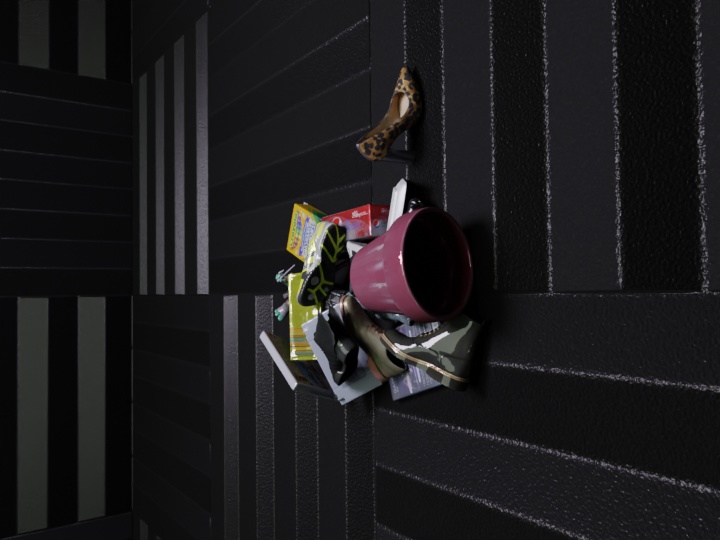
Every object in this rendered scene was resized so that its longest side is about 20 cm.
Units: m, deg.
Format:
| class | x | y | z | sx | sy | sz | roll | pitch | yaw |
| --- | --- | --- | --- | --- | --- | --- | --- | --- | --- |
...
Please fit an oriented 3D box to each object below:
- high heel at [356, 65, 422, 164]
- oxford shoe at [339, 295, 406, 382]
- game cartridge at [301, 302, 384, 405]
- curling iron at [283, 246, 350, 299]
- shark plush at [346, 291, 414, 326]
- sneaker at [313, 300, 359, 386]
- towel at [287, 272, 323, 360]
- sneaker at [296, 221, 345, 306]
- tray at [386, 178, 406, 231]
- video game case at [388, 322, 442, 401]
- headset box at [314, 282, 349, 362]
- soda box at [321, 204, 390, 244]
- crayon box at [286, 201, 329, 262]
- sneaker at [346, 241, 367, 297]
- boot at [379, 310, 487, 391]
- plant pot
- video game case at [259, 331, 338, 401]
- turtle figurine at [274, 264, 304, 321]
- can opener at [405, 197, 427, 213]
| class | x | y | z | sx | sy | sz | roll | pitch | yaw |
| --- | --- | --- | --- | --- | --- | --- | --- | --- | --- |
| high heel | 0.054 | -0.321 | 1.292 | 0.071 | 0.140 | 0.205 | 2 | 92 | 54 |
| oxford shoe | 0.029 | 0.131 | 1.320 | 0.073 | 0.071 | 0.202 | -25 | 103 | 36 |
| game cartridge | -0.032 | 0.179 | 1.414 | 0.132 | 0.040 | 0.203 | -28 | 87 | 20 |
| curling iron | -0.099 | 0.009 | 1.516 | 0.198 | 0.026 | 0.050 | -36 | 58 | 3 |
| shark plush | 0.048 | 0.087 | 1.341 | 0.200 | 0.082 | 0.093 | 45 | 125 | 49 |
| sneaker | -0.055 | 0.157 | 1.328 | 0.104 | 0.060 | 0.201 | 43 | 151 | 19 |
| towel | -0.127 | 0.106 | 1.483 | 0.084 | 0.018 | 0.205 | -5 | 82 | 12 |
| sneaker | -0.096 | -0.015 | 1.456 | 0.076 | 0.074 | 0.204 | 31 | 100 | 52 |
| tray | 0.068 | -0.087 | 1.328 | 0.108 | 0.022 | 0.205 | -88 | 7 | -78 |
| video game case | 0.114 | 0.175 | 1.307 | 0.199 | 0.019 | 0.146 | -34 | 62 | 51 |
| headset box | -0.062 | 0.140 | 1.512 | 0.148 | 0.074 | 0.205 | 15 | 101 | 55 |
| soda box | -0.011 | -0.100 | 1.452 | 0.198 | 0.062 | 0.072 | -7 | 84 | 54 |
| crayon box | -0.129 | -0.090 | 1.634 | 0.199 | 0.051 | 0.129 | 33 | 116 | 51 |
| sneaker | 0.000 | 0.000 | 1.368 | 0.200 | 0.071 | 0.115 | -130 | 49 | -83 |
| boot | 0.140 | 0.119 | 1.207 | 0.198 | 0.077 | 0.141 | 25 | 99 | 30 |
| plant pot | 0.083 | 0.002 | 1.183 | 0.177 | 0.197 | 0.205 | -15 | 78 | 47 |
| video game case | -0.133 | 0.231 | 1.527 | 0.023 | 0.180 | 0.200 | -54 | 44 | 11 |
| turtle figurine | -0.148 | 0.073 | 1.616 | 0.151 | 0.100 | 0.201 | 52 | 141 | 20 |
| can opener | 0.096 | -0.052 | 1.302 | 0.063 | 0.077 | 0.203 | 41 | 131 | 38 |
